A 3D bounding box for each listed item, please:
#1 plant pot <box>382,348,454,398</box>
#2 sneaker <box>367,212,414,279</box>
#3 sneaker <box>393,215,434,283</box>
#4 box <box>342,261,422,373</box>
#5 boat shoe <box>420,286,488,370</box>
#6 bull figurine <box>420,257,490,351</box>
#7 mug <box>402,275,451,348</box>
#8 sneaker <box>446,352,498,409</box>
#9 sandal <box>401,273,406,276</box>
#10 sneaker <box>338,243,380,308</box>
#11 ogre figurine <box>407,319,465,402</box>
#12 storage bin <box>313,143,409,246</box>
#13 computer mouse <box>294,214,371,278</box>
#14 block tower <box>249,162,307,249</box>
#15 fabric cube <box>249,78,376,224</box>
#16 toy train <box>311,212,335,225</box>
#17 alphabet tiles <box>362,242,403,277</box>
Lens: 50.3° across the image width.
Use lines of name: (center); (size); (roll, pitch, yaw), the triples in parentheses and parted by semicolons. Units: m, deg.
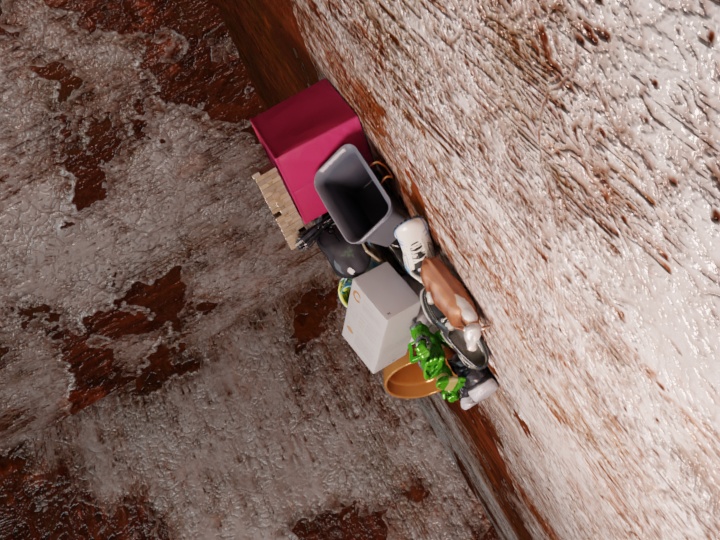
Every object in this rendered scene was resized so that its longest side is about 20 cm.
plant pot: (0.145, 0.221, 1.980); (0.201, 0.197, 0.142); (69, -174, -54)
sneaker: (0.079, -0.058, 1.709); (0.202, 0.075, 0.116); (57, 171, 21)
sneaker: (0.112, -0.042, 1.498); (0.201, 0.071, 0.073); (64, 180, -61)
box: (0.042, 0.103, 1.642); (0.125, 0.097, 0.201); (49, 149, 27)
boat shoe: (0.193, 0.111, 1.537); (0.201, 0.075, 0.060); (50, 175, 0)
bull figurine: (0.176, 0.065, 1.457); (0.202, 0.064, 0.122); (61, 171, 18)
mug: (0.151, 0.108, 1.737); (0.153, 0.184, 0.152); (40, 127, 51)
sneaker: (0.240, 0.235, 1.692); (0.115, 0.075, 0.200); (61, 169, 15)
sandal: (0.107, 0.054, 1.822); (0.048, 0.076, 0.200); (12, 156, 46)
sneaker: (0.000, 0.000, 1.731); (0.130, 0.078, 0.204); (15, -109, -67)
ogre figurine: (0.149, 0.179, 1.592); (0.199, 0.098, 0.121); (30, -153, -37)
storage bin: (0.021, -0.151, 1.599); (0.134, 0.145, 0.201); (19, -146, -55)
computer mouse: (-0.053, -0.058, 1.644); (0.200, 0.138, 0.053); (46, 169, 43)
block tower: (-0.177, -0.145, 1.713); (0.202, 0.057, 0.054); (62, 174, -26)
fabric cube: (-0.100, -0.266, 1.712); (0.197, 0.198, 0.201); (55, 172, 44)
toy train: (-0.033, -0.142, 1.803); (0.114, 0.197, 0.086); (53, 139, 46)
alphabet tiles: (0.029, -0.067, 1.696); (0.200, 0.008, 0.168); (37, -158, -53)
